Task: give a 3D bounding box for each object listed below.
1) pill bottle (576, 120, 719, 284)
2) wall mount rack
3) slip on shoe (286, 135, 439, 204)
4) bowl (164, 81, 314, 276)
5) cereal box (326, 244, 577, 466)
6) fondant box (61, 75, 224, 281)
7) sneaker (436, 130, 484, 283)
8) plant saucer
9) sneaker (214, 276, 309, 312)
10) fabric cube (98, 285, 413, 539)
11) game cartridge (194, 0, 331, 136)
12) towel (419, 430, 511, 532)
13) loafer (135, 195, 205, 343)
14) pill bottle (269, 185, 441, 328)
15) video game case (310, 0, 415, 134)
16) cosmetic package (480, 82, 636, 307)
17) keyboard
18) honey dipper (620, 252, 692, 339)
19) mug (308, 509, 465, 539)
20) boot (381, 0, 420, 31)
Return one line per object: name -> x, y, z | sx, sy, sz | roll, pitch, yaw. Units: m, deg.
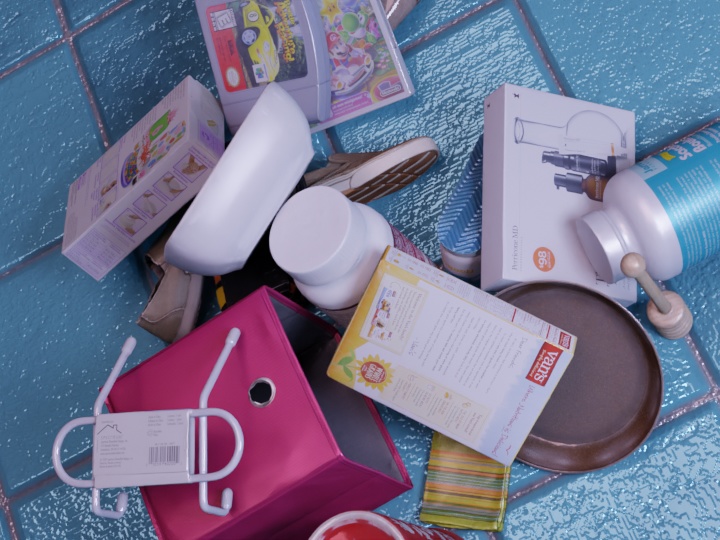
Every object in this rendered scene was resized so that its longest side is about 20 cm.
pill bottle -> 0.305, -0.062, 1.489 | 0.199, 0.111, 0.111 | -27, 64, -7
wall mount rack -> -0.181, 0.137, 1.453 | 0.199, 0.075, 0.175 | -5, 76, 23
slip on shoe -> -0.013, -0.100, 1.681 | 0.199, 0.076, 0.061 | -29, 71, 19
bowl -> -0.112, -0.077, 1.568 | 0.074, 0.200, 0.200 | 33, 83, -4
cereal box -> 0.084, 0.081, 1.487 | 0.199, 0.040, 0.144 | 27, 120, 0
fondant box -> -0.235, -0.101, 1.720 | 0.200, 0.058, 0.145 | -41, 29, 20
sneaker -> 0.139, -0.077, 1.610 | 0.076, 0.081, 0.200 | 27, 64, 20
plant saucer -> 0.190, 0.097, 1.504 | 0.199, 0.032, 0.201 | 8, 115, 17
sneaker -> -0.061, 0.009, 1.671 | 0.199, 0.070, 0.091 | -17, 75, 20
fabric cube -> -0.100, 0.164, 1.556 | 0.199, 0.200, 0.197 | -31, 65, 11
game cartridge -> -0.103, -0.249, 1.706 | 0.132, 0.041, 0.201 | -10, 102, 24
towel -> 0.112, 0.156, 1.575 | 0.086, 0.018, 0.201 | 2, 74, 22
loafer -> -0.197, -0.019, 1.715 | 0.069, 0.075, 0.201 | 13, 75, -10
pill bottle -> 0.000, 0.000, 1.561 | 0.109, 0.200, 0.110 | -15, 59, 26
video game case -> -0.040, -0.260, 1.706 | 0.143, 0.018, 0.201 | -18, 98, 26
cosmetic package -> 0.194, -0.070, 1.548 | 0.150, 0.052, 0.201 | 8, 72, -20
keyboard -> -0.100, -0.063, 1.661 | 0.127, 0.021, 0.201 | -23, 59, 17
honey dipper -> 0.270, 0.021, 1.452 | 0.038, 0.200, 0.038 | -6, 71, 19
mug -> 0.044, 0.274, 1.461 | 0.177, 0.200, 0.134 | -44, 62, 4
boot -> -0.020, -0.319, 1.764 | 0.199, 0.070, 0.147 | 17, 73, 25
